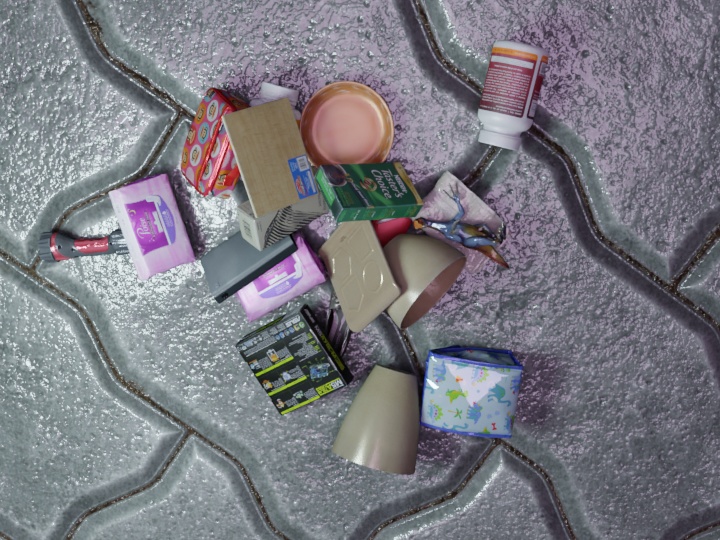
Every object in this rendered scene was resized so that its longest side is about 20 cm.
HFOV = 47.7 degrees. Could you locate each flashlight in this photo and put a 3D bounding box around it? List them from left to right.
[{"bbox_3d":[-0.584,-0.058,1.744,0.198,0.068,0.069,-6,99,5],"label":"flashlight"}]

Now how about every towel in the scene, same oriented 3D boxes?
[{"bbox_3d":[0.212,-0.097,1.716,0.200,0.035,0.133,40,99,-11],"label":"towel"}]

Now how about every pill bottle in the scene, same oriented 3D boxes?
[{"bbox_3d":[-0.185,-0.277,1.662,0.108,0.109,0.202,15,102,-1],"label":"pill bottle"},{"bbox_3d":[0.299,-0.348,1.628,0.112,0.113,0.202,12,101,0],"label":"pill bottle"}]

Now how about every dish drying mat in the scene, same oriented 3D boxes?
[{"bbox_3d":[0.039,-0.051,1.747,0.076,0.018,0.201,28,101,-5],"label":"dish drying mat"}]

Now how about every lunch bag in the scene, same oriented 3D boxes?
[{"bbox_3d":[-0.278,-0.247,1.630,0.081,0.176,0.201,7,117,-40],"label":"lunch bag"},{"bbox_3d":[0.231,0.257,1.749,0.198,0.127,0.172,4,102,-9],"label":"lunch bag"}]

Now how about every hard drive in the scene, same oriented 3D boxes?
[{"bbox_3d":[-0.233,-0.034,1.696,0.199,0.140,0.033,-34,132,3],"label":"hard drive"}]

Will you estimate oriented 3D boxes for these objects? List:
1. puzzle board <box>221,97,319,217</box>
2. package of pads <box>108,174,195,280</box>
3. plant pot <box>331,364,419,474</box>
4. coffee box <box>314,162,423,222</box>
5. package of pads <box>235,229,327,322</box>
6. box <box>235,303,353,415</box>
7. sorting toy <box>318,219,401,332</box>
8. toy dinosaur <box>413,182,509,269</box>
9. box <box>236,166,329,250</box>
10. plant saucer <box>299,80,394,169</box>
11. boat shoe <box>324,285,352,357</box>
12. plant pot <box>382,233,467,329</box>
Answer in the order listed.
[{"bbox_3d":[-0.173,-0.220,1.577,0.150,0.017,0.202,-24,101,-33],"label":"puzzle board"},{"bbox_3d":[-0.434,-0.090,1.700,0.120,0.075,0.202,-24,103,-31],"label":"package of pads"},{"bbox_3d":[0.053,0.311,1.752,0.185,0.187,0.202,15,88,-1],"label":"plant pot"},{"bbox_3d":[0.018,-0.159,1.631,0.198,0.124,0.044,-5,144,-32],"label":"coffee box"},{"bbox_3d":[-0.181,0.011,1.738,0.199,0.076,0.121,-29,99,7],"label":"package of pads"},{"bbox_3d":[-0.144,0.196,1.759,0.199,0.048,0.194,-29,101,29],"label":"box"},{"bbox_3d":[0.000,0.000,1.663,0.185,0.036,0.201,-46,62,46],"label":"sorting toy"},{"bbox_3d":[0.202,-0.068,1.666,0.180,0.105,0.202,-1,119,20],"label":"toy dinosaur"},{"bbox_3d":[-0.149,-0.127,1.651,0.199,0.068,0.083,-33,137,-26],"label":"box"},{"bbox_3d":[-0.028,-0.290,1.691,0.198,0.037,0.202,1,102,3],"label":"plant saucer"},{"bbox_3d":[-0.042,0.109,1.755,0.066,0.057,0.202,12,107,0],"label":"boat shoe"},{"bbox_3d":[0.105,0.003,1.683,0.134,0.200,0.201,43,101,17],"label":"plant pot"}]
